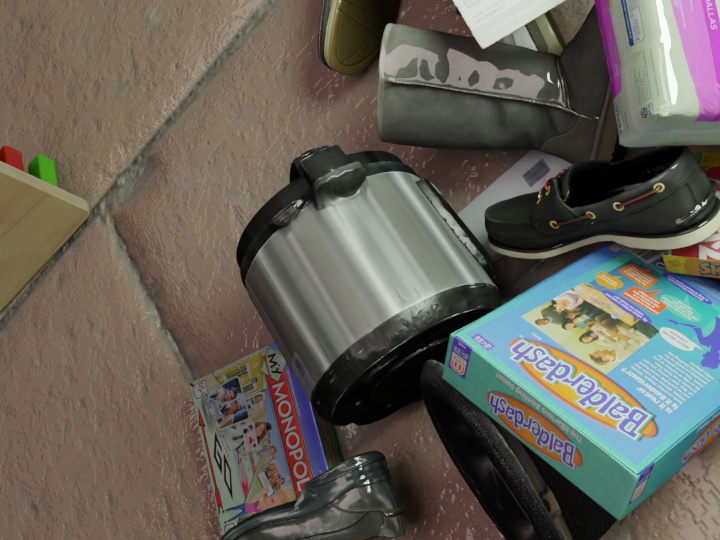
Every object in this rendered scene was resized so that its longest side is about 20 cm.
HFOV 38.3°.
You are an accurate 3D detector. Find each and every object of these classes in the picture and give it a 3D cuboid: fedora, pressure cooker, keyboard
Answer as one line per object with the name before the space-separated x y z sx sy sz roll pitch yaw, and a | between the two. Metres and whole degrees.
fedora | 0.129 0.134 0.757 0.091 0.201 0.201 -31 61 -11
pressure cooker | -0.002 0.001 0.831 0.176 0.178 0.200 -47 63 28
keyboard | 0.149 -0.074 0.848 0.200 0.011 0.056 -41 57 22

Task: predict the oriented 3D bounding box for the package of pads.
package of pads | 0.254 -0.164 0.686 0.068 0.199 0.155 141 124 -67

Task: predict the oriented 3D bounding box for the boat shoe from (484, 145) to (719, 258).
boat shoe | 0.165 -0.051 0.758 0.201 0.063 0.074 -4 35 52

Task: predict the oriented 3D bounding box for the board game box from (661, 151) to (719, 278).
board game box | 0.314 -0.032 0.696 0.199 0.030 0.096 9 61 32

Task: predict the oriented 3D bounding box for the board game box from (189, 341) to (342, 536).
board game box | -0.080 0.175 0.950 0.134 0.029 0.201 -27 68 29

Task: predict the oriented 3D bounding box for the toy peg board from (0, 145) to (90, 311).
toy peg board | -0.443 -0.069 1.144 0.200 0.199 0.098 -42 46 21

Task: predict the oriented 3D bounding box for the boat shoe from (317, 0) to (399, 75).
boat shoe | -0.002 -0.277 0.951 0.065 0.073 0.201 15 87 46

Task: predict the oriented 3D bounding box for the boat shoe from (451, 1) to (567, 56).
boat shoe | 0.104 -0.239 0.863 0.068 0.075 0.201 -29 68 21

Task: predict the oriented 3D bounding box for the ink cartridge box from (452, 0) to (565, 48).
ink cartridge box | 0.123 -0.268 0.788 0.160 0.047 0.200 -29 62 8

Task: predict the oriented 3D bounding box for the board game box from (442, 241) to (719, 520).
board game box | 0.178 0.059 0.698 0.152 0.200 0.045 38 138 33

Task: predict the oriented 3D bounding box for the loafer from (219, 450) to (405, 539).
loafer | -0.051 0.227 0.864 0.200 0.073 0.072 -36 69 25

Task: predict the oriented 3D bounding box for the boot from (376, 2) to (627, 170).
boot | 0.114 -0.166 0.796 0.199 0.073 0.183 19 111 24
